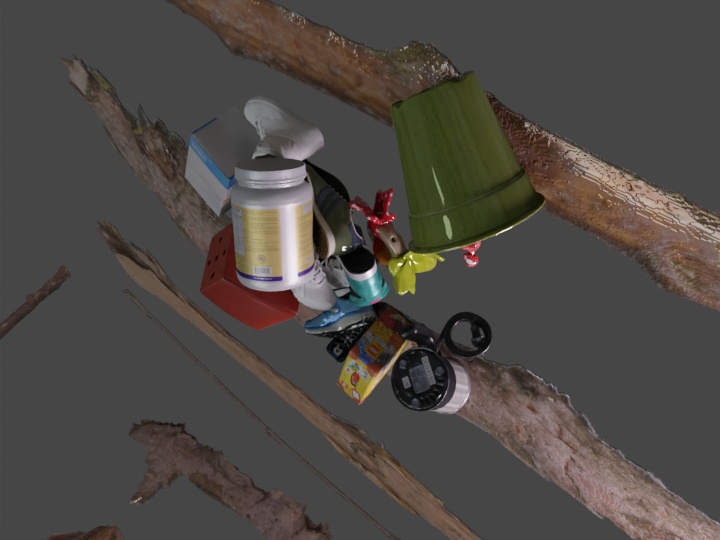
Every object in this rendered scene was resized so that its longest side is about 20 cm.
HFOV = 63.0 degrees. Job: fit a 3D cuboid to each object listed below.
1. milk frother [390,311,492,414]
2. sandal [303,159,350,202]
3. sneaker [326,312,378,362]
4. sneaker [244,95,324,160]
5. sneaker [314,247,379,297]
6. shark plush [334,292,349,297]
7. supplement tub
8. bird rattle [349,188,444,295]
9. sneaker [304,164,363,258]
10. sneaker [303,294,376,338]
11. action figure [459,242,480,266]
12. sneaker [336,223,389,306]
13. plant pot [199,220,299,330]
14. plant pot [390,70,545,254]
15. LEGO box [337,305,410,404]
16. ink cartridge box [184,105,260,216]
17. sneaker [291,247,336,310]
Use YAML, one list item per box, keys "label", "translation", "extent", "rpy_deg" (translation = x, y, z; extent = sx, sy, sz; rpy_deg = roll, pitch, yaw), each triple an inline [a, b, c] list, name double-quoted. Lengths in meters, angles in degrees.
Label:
- label: "milk frother"
  translation: [0.180, 0.187, 1.163]
  extent: [0.195, 0.186, 0.187]
  rpy_deg: [-7, 165, 22]
- label: "sandal"
  translation: [-0.093, -0.167, 1.163]
  extent: [0.200, 0.080, 0.057]
  rpy_deg: [43, 176, 14]
- label: "sneaker"
  translation: [-0.024, 0.164, 1.411]
  extent: [0.073, 0.112, 0.201]
  rpy_deg: [40, 150, 7]
- label: "sneaker"
  translation: [-0.177, -0.256, 1.109]
  extent: [0.198, 0.115, 0.075]
  rpy_deg: [31, 150, 28]
- label: "sneaker"
  translation: [-0.046, -0.008, 1.235]
  extent: [0.114, 0.077, 0.199]
  rpy_deg: [32, 152, -17]
- label: "shark plush"
  translation: [-0.085, 0.013, 1.400]
  extent: [0.195, 0.093, 0.084]
  rpy_deg: [17, 164, 10]
- label: "supplement tub"
  translation: [-0.152, -0.083, 1.024]
  extent: [0.143, 0.143, 0.206]
  rpy_deg: [17, 116, 40]
- label: "bird rattle"
  translation: [0.048, -0.049, 1.084]
  extent: [0.201, 0.112, 0.163]
  rpy_deg: [48, 167, 4]
- label: "sneaker"
  translation: [-0.056, -0.111, 1.089]
  extent: [0.068, 0.088, 0.204]
  rpy_deg: [-61, 43, 49]
- label: "sneaker"
  translation: [-0.048, 0.099, 1.352]
  extent: [0.196, 0.093, 0.078]
  rpy_deg: [-20, 157, 31]
- label: "action figure"
  translation: [0.144, -0.091, 0.943]
  extent: [0.202, 0.051, 0.065]
  rpy_deg: [58, 169, -22]
- label: "sneaker"
  translation: [0.000, 0.000, 1.125]
  extent: [0.201, 0.082, 0.123]
  rpy_deg: [-114, 5, -57]
- label: "plant pot"
  translation: [-0.245, -0.003, 1.316]
  extent: [0.173, 0.206, 0.198]
  rpy_deg: [22, 154, -31]
- label: "plant pot"
  translation: [0.125, -0.152, 0.789]
  extent: [0.198, 0.198, 0.194]
  rpy_deg: [-3, 113, 53]
- label: "LEGO box"
  translation: [0.031, 0.196, 1.338]
  extent: [0.077, 0.149, 0.202]
  rpy_deg: [38, 149, 12]
- label: "ink cartridge box"
  translation: [-0.293, -0.227, 1.280]
  extent: [0.126, 0.128, 0.200]
  rpy_deg: [48, 150, 1]
- label: "sneaker"
  translation: [-0.115, -0.003, 1.211]
  extent: [0.201, 0.075, 0.086]
  rpy_deg: [51, 136, -8]
